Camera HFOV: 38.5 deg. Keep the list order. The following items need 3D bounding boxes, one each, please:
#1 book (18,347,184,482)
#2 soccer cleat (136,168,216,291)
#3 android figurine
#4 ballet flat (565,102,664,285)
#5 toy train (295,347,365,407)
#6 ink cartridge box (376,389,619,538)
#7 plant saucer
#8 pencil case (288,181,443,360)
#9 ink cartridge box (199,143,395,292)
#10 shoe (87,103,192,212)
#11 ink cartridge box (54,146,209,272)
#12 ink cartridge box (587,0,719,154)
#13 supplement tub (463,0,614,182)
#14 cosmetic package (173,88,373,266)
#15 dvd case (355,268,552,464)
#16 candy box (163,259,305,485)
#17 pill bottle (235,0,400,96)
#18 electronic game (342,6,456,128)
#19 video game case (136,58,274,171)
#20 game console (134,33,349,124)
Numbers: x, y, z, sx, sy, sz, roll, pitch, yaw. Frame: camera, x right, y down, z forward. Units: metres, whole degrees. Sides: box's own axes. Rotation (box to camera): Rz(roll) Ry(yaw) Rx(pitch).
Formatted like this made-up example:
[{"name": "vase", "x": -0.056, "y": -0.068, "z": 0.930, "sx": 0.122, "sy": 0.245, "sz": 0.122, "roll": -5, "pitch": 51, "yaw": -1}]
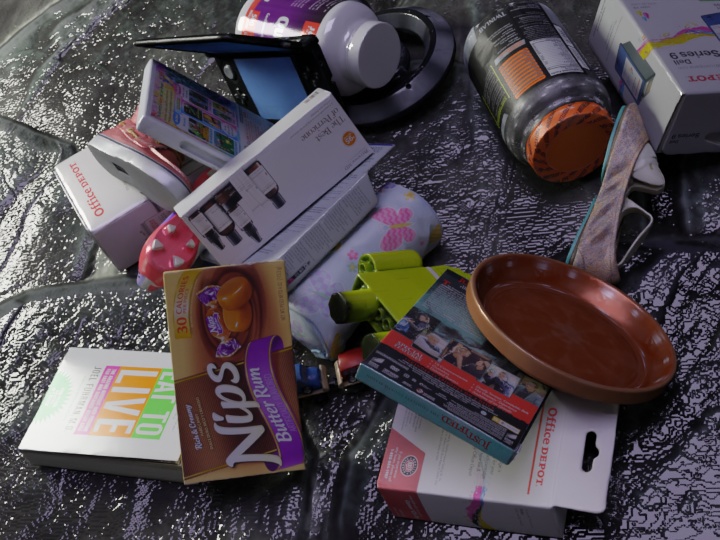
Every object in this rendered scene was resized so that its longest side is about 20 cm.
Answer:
[{"name": "book", "x": -0.244, "y": 0.147, "z": 1.087, "sx": 0.199, "sy": 0.048, "sz": 0.134, "roll": 0, "pitch": 52, "yaw": 23}, {"name": "soccer cleat", "x": -0.185, "y": -0.054, "z": 1.171, "sx": 0.067, "sy": 0.076, "sz": 0.200, "roll": 41, "pitch": 49, "yaw": -7}, {"name": "android figurine", "x": 0.073, "y": 0.044, "z": 0.997, "sx": 0.199, "sy": 0.041, "sz": 0.182, "roll": -5, "pitch": 40, "yaw": -34}, {"name": "ballet flat", "x": 0.271, "y": -0.073, "z": 1.053, "sx": 0.067, "sy": 0.068, "sz": 0.201, "roll": 17, "pitch": 81, "yaw": 23}, {"name": "toy train", "x": -0.001, "y": 0.099, "z": 1.035, "sx": 0.199, "sy": 0.046, "sz": 0.034, "roll": -16, "pitch": 50, "yaw": 7}, {"name": "ink cartridge box", "x": 0.128, "y": 0.168, "z": 0.924, "sx": 0.199, "sy": 0.068, "sz": 0.117, "roll": 3, "pitch": 54, "yaw": 22}, {"name": "plant saucer", "x": 0.189, "y": 0.054, "z": 0.940, "sx": 0.200, "sy": 0.032, "sz": 0.201, "roll": 16, "pitch": 31, "yaw": -10}, {"name": "pencil case", "x": 0.000, "y": 0.000, "z": 1.086, "sx": 0.091, "sy": 0.083, "sz": 0.200, "roll": 44, "pitch": 71, "yaw": -7}, {"name": "ink cartridge box", "x": -0.065, "y": -0.060, "z": 1.131, "sx": 0.200, "sy": 0.043, "sz": 0.196, "roll": -44, "pitch": 23, "yaw": -16}, {"name": "shoe", "x": -0.226, "y": -0.135, "z": 1.158, "sx": 0.091, "sy": 0.072, "sz": 0.200, "roll": -44, "pitch": 40, "yaw": -16}, {"name": "ink cartridge box", "x": -0.252, "y": -0.114, "z": 1.263, "sx": 0.200, "sy": 0.083, "sz": 0.147, "roll": -33, "pitch": 50, "yaw": -8}, {"name": "ink cartridge box", "x": 0.355, "y": -0.223, "z": 1.113, "sx": 0.145, "sy": 0.088, "sz": 0.200, "roll": -5, "pitch": 50, "yaw": -13}, {"name": "supplement tub", "x": 0.200, "y": -0.199, "z": 1.149, "sx": 0.122, "sy": 0.123, "sz": 0.200, "roll": -21, "pitch": 50, "yaw": 2}, {"name": "cosmetic package", "x": -0.089, "y": -0.094, "z": 1.075, "sx": 0.200, "sy": 0.083, "sz": 0.051, "roll": -41, "pitch": 25, "yaw": -5}, {"name": "dvd case", "x": 0.100, "y": 0.076, "z": 0.905, "sx": 0.146, "sy": 0.022, "sz": 0.200, "roll": 28, "pitch": 34, "yaw": 12}, {"name": "candy box", "x": -0.121, "y": 0.095, "z": 0.983, "sx": 0.116, "sy": 0.056, "sz": 0.201, "roll": -5, "pitch": 90, "yaw": -8}, {"name": "pill bottle", "x": -0.052, "y": -0.277, "z": 1.258, "sx": 0.200, "sy": 0.113, "sz": 0.113, "roll": 21, "pitch": 62, "yaw": 38}, {"name": "electronic game", "x": 0.026, "y": -0.259, "z": 1.308, "sx": 0.199, "sy": 0.042, "sz": 0.201, "roll": -14, "pitch": 52, "yaw": 19}, {"name": "video game case", "x": -0.164, "y": -0.160, "z": 1.169, "sx": 0.024, "sy": 0.182, "sz": 0.200, "roll": -56, "pitch": 22, "yaw": 20}, {"name": "game console", "x": -0.139, "y": -0.219, "z": 1.208, "sx": 0.200, "sy": 0.176, "sz": 0.116, "roll": 12, "pitch": 45, "yaw": 47}]
